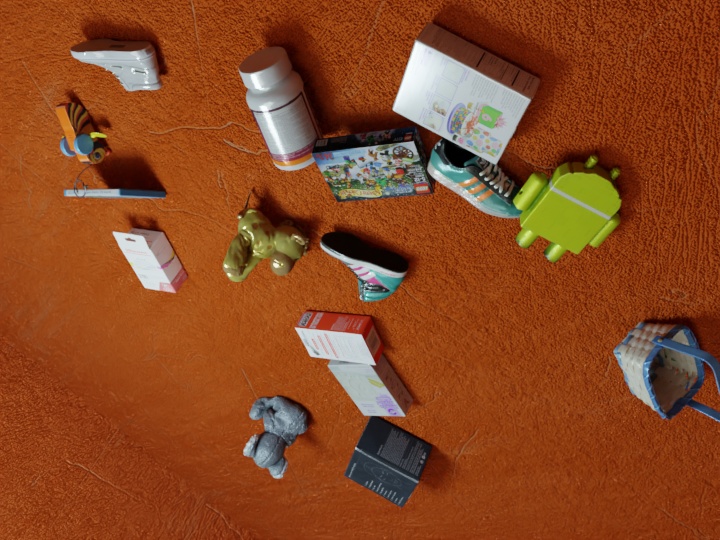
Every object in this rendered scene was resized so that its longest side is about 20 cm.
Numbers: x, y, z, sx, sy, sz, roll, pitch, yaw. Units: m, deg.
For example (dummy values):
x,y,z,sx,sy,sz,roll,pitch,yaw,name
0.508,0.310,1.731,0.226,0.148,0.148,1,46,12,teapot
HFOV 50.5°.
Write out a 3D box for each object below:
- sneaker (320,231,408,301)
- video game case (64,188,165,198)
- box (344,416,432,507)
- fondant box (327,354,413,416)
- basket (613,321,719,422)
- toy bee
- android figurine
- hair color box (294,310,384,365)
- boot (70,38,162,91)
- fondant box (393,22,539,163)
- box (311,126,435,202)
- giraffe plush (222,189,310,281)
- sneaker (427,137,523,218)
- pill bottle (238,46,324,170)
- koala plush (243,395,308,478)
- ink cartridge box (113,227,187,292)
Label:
x,y,z,sx,sy,sz,roll,pitch,yaw,name
0.000,0.000,1.642,0.197,0.084,0.122,23,133,10,sneaker
-0.583,-0.182,1.811,0.197,0.142,0.018,3,94,32,video game case
0.075,0.538,2.146,0.194,0.125,0.201,25,143,6,box
0.027,0.289,1.959,0.142,0.059,0.201,-7,129,39,fondant box
0.571,0.183,1.376,0.199,0.139,0.178,33,158,55,basket
-0.636,-0.289,1.763,0.129,0.108,0.203,23,118,23,toy bee
0.350,-0.104,1.275,0.179,0.041,0.201,22,128,-12,android figurine
-0.051,0.163,1.869,0.197,0.064,0.112,3,135,31,hair color box
-0.489,-0.406,1.532,0.197,0.074,0.097,11,131,24,boot
0.164,-0.280,1.218,0.198,0.059,0.145,29,143,5,fondant box
0.026,-0.190,1.393,0.196,0.038,0.137,-3,143,23,box
-0.196,-0.056,1.682,0.159,0.173,0.203,19,108,0,giraffe plush
0.210,-0.162,1.317,0.198,0.072,0.080,29,147,7,sneaker
-0.143,-0.293,1.387,0.108,0.110,0.202,5,135,30,pill bottle
-0.258,0.498,2.271,0.177,0.201,0.183,46,140,-18,koala plush
-0.546,-0.040,1.985,0.115,0.068,0.202,8,138,27,ink cartridge box
